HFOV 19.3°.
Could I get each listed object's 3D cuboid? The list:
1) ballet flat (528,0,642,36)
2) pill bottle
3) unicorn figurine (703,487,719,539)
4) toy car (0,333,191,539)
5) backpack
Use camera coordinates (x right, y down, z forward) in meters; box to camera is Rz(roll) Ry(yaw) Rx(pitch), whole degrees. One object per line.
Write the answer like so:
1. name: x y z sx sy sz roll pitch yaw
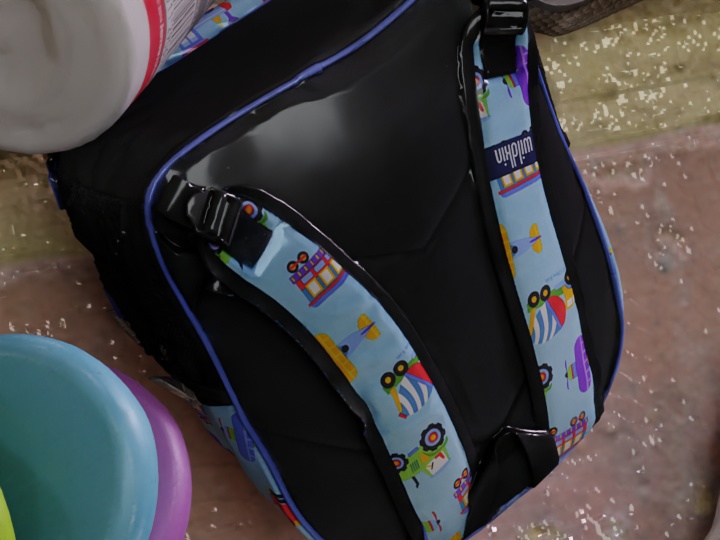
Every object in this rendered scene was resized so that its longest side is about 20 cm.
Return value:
1. ballet flat: 0.133 -0.147 0.927 0.200 0.046 0.067 -27 75 -29
2. pill bottle: -0.090 -0.140 0.769 0.111 0.111 0.200 41 43 -10
3. unicorn figurine: 0.176 0.119 0.882 0.137 0.074 0.200 19 57 -17
4. toy car: -0.128 0.088 0.693 0.150 0.200 0.175 -23 74 -28
5. backpack: 0.000 0.000 0.791 0.183 0.134 0.200 -37 119 -23
